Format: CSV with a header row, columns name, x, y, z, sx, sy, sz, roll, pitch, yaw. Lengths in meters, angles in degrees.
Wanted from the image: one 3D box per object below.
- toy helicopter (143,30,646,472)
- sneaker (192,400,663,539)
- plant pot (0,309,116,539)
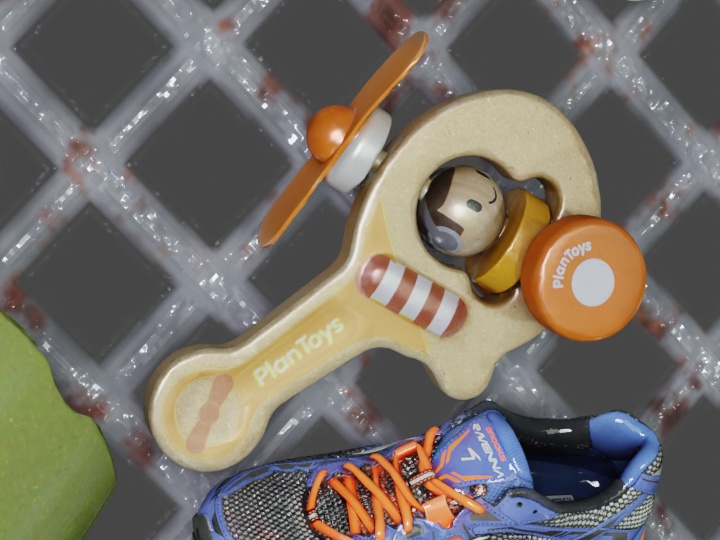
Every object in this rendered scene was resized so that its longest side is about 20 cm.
name,x,y,z,sx,sy,sz,roll,pitch,yaw
toy helicopter,0.000,0.000,0.800,0.199,0.079,0.133,-34,108,-10
sneaker,0.029,0.084,0.803,0.199,0.079,0.076,-6,53,-28
plant pot,-0.184,0.095,0.682,0.200,0.200,0.190,50,63,-17
